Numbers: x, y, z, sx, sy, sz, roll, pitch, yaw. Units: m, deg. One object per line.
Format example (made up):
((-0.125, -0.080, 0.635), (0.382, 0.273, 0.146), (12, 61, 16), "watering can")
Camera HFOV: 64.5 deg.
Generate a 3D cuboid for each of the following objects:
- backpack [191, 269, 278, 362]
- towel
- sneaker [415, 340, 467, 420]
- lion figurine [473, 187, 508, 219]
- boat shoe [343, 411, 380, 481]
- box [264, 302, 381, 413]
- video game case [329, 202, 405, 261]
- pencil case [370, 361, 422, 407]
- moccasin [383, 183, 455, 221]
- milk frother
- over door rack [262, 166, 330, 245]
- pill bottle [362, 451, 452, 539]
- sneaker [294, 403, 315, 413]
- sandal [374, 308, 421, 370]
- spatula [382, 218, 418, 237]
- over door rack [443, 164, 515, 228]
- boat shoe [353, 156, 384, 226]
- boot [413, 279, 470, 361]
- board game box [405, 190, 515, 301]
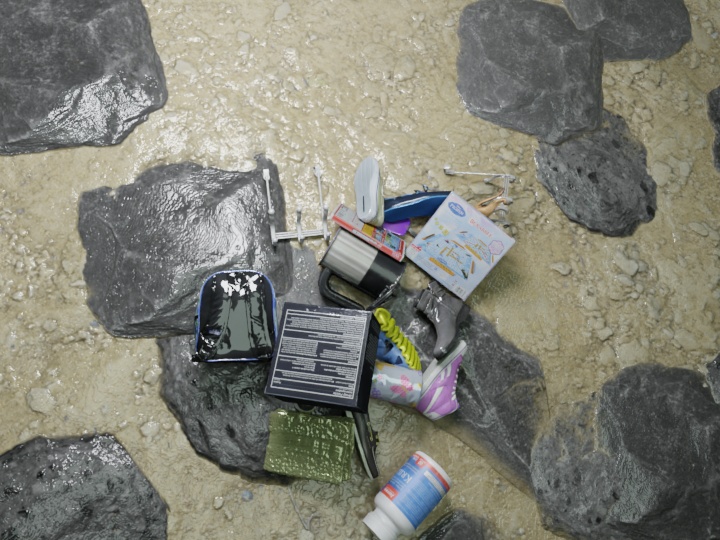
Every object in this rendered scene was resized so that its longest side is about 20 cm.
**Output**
((-0.278, 0.105, 1.277), (0.182, 0.147, 0.201), (1, 80, -12), "backpack")
((-0.113, 0.393, 1.278), (0.199, 0.036, 0.149), (6, 80, 5), "towel")
((0.215, 0.273, 1.394), (0.114, 0.073, 0.201), (42, 82, -4), "sneaker")
((0.321, -0.109, 1.469), (0.122, 0.072, 0.201), (-3, 101, 17), "lion figurine")
((0.011, 0.378, 1.315), (0.060, 0.072, 0.202), (-17, 78, -12), "boat shoe")
((-0.075, 0.187, 1.212), (0.199, 0.123, 0.199), (5, 70, 15), "box")
((0.021, -0.097, 1.409), (0.200, 0.143, 0.017), (31, 108, -3), "video game case")
((0.043, 0.256, 1.303), (0.199, 0.083, 0.091), (10, 94, -5), "pencil case")
((0.148, -0.183, 1.468), (0.199, 0.081, 0.068), (-7, 51, -2), "moccasin")
((0.000, 0.000, 1.339), (0.188, 0.200, 0.181), (30, 72, -4), "milk frother")
((-0.158, -0.168, 1.408), (0.147, 0.067, 0.201), (-6, 78, -15), "over door rack")
((0.102, 0.516, 1.280), (0.200, 0.112, 0.112), (-42, 88, -20), "pill bottle")
((-0.120, 0.226, 1.316), (0.074, 0.085, 0.201), (-4, 77, -15), "sneaker")
((0.074, 0.190, 1.385), (0.087, 0.079, 0.200), (-34, 93, 19), "sandal")
((0.154, -0.089, 1.491), (0.200, 0.021, 0.057), (29, 67, -5), "spatula")
((0.308, -0.196, 1.536), (0.199, 0.067, 0.148), (9, 74, 4), "over door rack")
((0.026, -0.200, 1.466), (0.062, 0.072, 0.201), (34, 49, -43), "boat shoe")
((0.182, 0.121, 1.407), (0.132, 0.070, 0.200), (35, 43, -1), "boot")
((0.246, -0.061, 1.436), (0.200, 0.041, 0.200), (38, 109, 0), "board game box")
